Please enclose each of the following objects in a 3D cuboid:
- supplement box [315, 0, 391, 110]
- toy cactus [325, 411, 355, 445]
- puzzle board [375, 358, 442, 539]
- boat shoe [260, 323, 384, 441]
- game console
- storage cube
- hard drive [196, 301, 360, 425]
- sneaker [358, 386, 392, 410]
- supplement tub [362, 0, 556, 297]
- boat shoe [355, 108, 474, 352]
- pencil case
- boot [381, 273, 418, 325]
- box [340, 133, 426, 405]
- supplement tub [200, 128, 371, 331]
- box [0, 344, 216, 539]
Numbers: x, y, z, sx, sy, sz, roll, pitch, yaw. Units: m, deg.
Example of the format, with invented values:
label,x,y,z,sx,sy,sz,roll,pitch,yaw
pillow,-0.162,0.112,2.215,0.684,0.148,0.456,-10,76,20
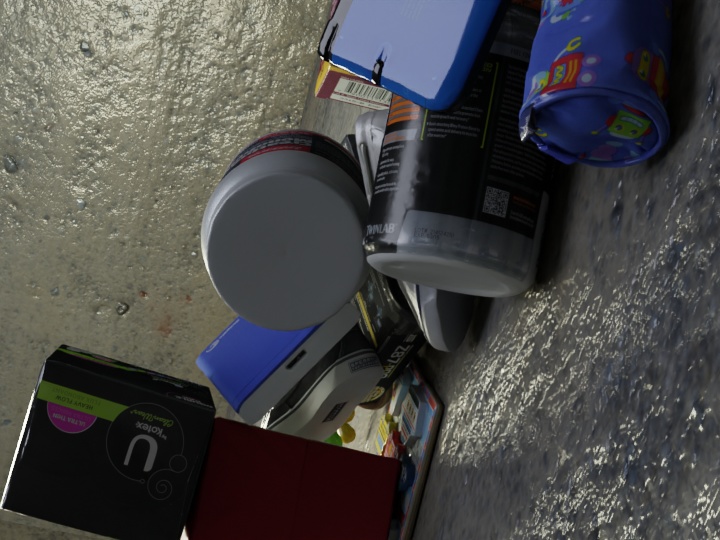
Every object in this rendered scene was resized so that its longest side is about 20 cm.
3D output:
label,x,y,z,sx,sy,sz,roll,pitch,yaw
supplement box,0.034,-0.280,1.530,0.103,0.130,0.202,131,151,-74
toy cactus,-0.053,0.091,1.497,0.102,0.165,0.202,-11,58,42
puzzle board,0.033,0.166,1.271,0.200,0.017,0.152,-123,45,-78
boat shoe,-0.049,0.111,1.300,0.200,0.071,0.068,-51,57,47
game console,0.066,-0.203,0.895,0.170,0.118,0.201,30,101,39
storage cube,-0.077,0.248,1.244,0.200,0.169,0.181,125,157,-69
hard drive,-0.078,0.062,1.275,0.132,0.025,0.200,-45,17,-6
sneaker,-0.048,0.061,1.418,0.201,0.075,0.070,56,134,12
supplement tub,0.076,-0.091,0.977,0.123,0.121,0.202,144,138,-78
boat shoe,0.038,-0.030,1.091,0.072,0.065,0.201,-49,-47,-44
pencil case,0.135,-0.149,0.802,0.087,0.078,0.202,-28,44,47
boot,0.080,-0.072,1.167,0.200,0.065,0.166,120,160,-52
box,0.000,0.000,1.325,0.162,0.049,0.201,-58,42,49
supplement tub,-0.057,-0.036,1.172,0.200,0.139,0.142,-92,16,-77
box,-0.209,0.146,1.207,0.200,0.147,0.125,-171,98,-82
